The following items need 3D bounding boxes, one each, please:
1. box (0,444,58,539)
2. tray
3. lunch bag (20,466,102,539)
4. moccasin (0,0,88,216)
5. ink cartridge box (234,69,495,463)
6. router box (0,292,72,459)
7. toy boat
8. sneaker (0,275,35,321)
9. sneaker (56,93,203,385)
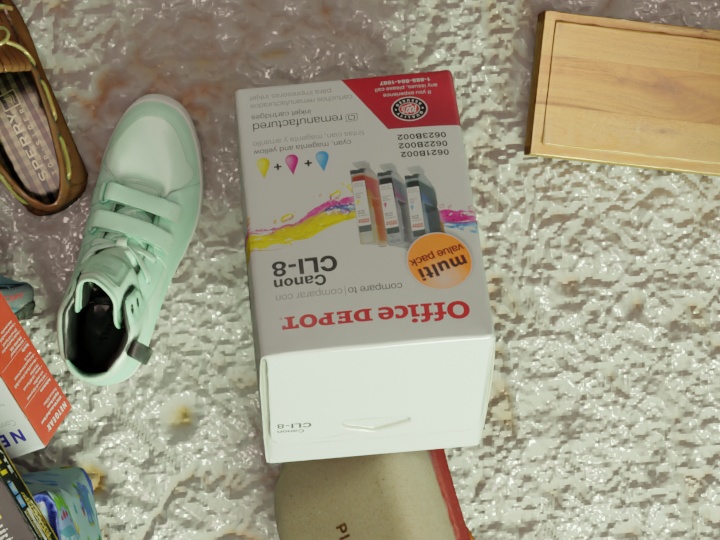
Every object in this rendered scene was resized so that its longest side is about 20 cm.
[{"bbox_3d":[-0.281,0.187,1.068,0.199,0.049,0.160,-32,92,-1],"label":"box"},{"bbox_3d":[0.218,-0.119,1.256,0.198,0.037,0.100,6,93,-4],"label":"tray"},{"bbox_3d":[-0.267,0.206,1.176,0.199,0.170,0.128,-20,89,0],"label":"lunch bag"},{"bbox_3d":[-0.249,-0.128,1.207,0.073,0.078,0.203,-23,94,-2],"label":"moccasin"},{"bbox_3d":[0.000,0.000,1.154,0.144,0.145,0.201,-5,59,-4],"label":"ink cartridge box"},{"bbox_3d":[-0.314,0.056,1.165,0.199,0.049,0.180,-20,111,24],"label":"router box"},{"bbox_3d":[0.030,0.187,1.222,0.130,0.130,0.201,-28,67,29],"label":"toy boat"},{"bbox_3d":[-0.307,-0.023,1.209,0.199,0.079,0.096,19,90,-4],"label":"sneaker"},{"bbox_3d":[-0.150,-0.019,1.198,0.073,0.118,0.202,12,91,-2],"label":"sneaker"}]
